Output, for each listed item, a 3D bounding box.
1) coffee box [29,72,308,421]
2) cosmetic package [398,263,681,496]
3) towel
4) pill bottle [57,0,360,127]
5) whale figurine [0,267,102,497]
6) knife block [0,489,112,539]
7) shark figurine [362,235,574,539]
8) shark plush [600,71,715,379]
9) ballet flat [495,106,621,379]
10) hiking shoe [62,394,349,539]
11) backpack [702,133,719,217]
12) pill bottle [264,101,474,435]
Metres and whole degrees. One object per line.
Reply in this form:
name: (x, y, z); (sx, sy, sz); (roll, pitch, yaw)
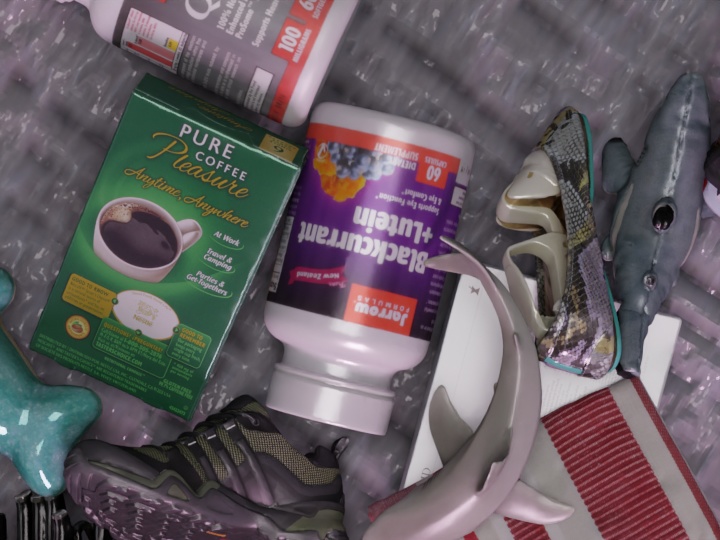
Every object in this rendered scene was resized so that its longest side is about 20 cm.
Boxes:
coffee box: (-0.125, -0.014, 1.723); (0.122, 0.044, 0.201); (24, 113, 0)
cosmetic package: (0.113, 0.108, 1.758); (0.150, 0.052, 0.201); (16, 89, -3)
towel: (0.121, 0.169, 1.701); (0.199, 0.023, 0.145); (-27, 66, -1)
pill bottle: (-0.105, -0.184, 1.724); (0.199, 0.116, 0.116); (25, 89, -1)
whale figurine: (-0.269, 0.071, 1.711); (0.199, 0.104, 0.160); (30, 96, 12)
knife block: (-0.211, 0.252, 1.740); (0.176, 0.064, 0.200); (46, 113, 23)
shark figurine: (0.080, 0.091, 1.649); (0.127, 0.090, 0.216); (13, 101, 6)
shark plush: (0.182, -0.029, 1.720); (0.090, 0.083, 0.201); (27, 66, 3)
ballet flat: (0.123, -0.024, 1.713); (0.071, 0.072, 0.201); (-5, 58, -1)
hiking shoe: (-0.100, 0.129, 1.731); (0.199, 0.076, 0.101); (17, 57, -25)
backpack: (0.324, -0.087, 1.704); (0.200, 0.154, 0.191); (37, 62, -9)
pill bottle: (0.000, 0.000, 1.727); (0.111, 0.111, 0.201); (13, 89, -1)
